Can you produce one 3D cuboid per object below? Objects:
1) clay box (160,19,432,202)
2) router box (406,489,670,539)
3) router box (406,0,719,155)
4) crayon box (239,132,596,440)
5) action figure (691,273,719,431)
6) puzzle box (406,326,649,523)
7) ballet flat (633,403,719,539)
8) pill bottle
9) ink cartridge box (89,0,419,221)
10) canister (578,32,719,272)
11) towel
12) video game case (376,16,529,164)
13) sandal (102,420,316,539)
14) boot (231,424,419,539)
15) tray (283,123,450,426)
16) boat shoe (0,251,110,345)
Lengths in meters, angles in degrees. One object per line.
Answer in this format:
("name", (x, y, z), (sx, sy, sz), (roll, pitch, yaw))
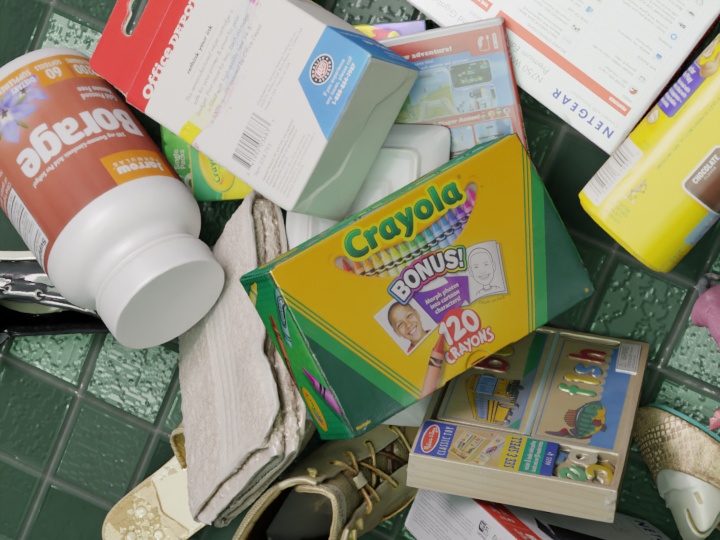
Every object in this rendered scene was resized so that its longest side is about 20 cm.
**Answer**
("clay box", (-0.046, -0.109, 1.544), (0.199, 0.048, 0.115), (-4, 95, 9))
("router box", (0.148, 0.197, 1.417), (0.179, 0.200, 0.049), (17, 98, -26))
("router box", (0.145, -0.207, 1.502), (0.200, 0.049, 0.180), (38, 100, 6))
("crayon box", (0.038, 0.009, 1.427), (0.200, 0.058, 0.119), (-30, 96, -23))
("action figure", (0.290, 0.028, 1.451), (0.134, 0.149, 0.200), (26, 85, 2))
("puzzle box", (0.113, 0.092, 1.458), (0.133, 0.200, 0.025), (9, 117, 9))
("ballet flat", (0.255, 0.167, 1.496), (0.200, 0.071, 0.065), (34, 63, 8))
("pill bottle", (-0.178, -0.047, 1.510), (0.112, 0.112, 0.200), (-44, 63, 11))
("ink cartridge box", (-0.073, -0.132, 1.467), (0.200, 0.067, 0.116), (35, 105, 29))
("canister", (0.237, -0.099, 1.445), (0.087, 0.149, 0.200), (42, 102, 5))
("towel", (-0.085, 0.060, 1.493), (0.133, 0.034, 0.200), (-48, 41, 45))
("video game case", (0.045, -0.059, 1.504), (0.143, 0.017, 0.201), (-10, 98, 10))
("sandal", (-0.104, 0.134, 1.564), (0.212, 0.070, 0.078), (-45, 86, 10))
("boot", (0.004, 0.137, 1.500), (0.200, 0.155, 0.073), (-33, 88, 11))
("tray", (0.000, 0.000, 1.476), (0.107, 0.022, 0.201), (3, 86, 8))
("boat shoe", (-0.258, 0.028, 1.577), (0.199, 0.075, 0.066), (-4, 63, 3))
